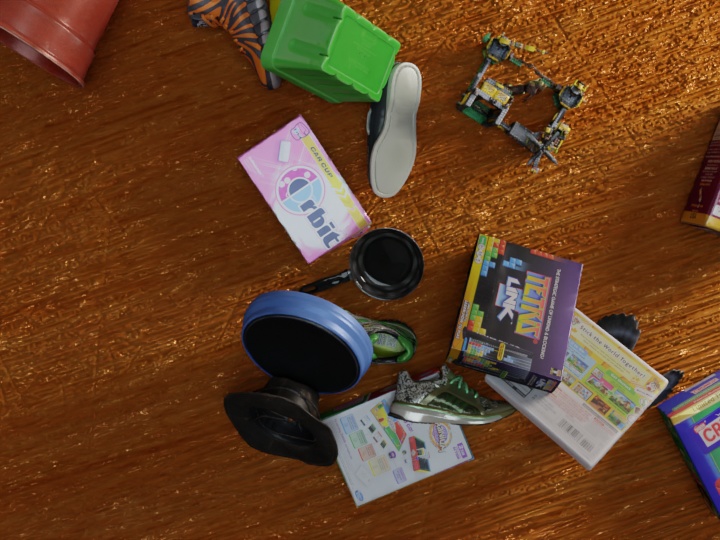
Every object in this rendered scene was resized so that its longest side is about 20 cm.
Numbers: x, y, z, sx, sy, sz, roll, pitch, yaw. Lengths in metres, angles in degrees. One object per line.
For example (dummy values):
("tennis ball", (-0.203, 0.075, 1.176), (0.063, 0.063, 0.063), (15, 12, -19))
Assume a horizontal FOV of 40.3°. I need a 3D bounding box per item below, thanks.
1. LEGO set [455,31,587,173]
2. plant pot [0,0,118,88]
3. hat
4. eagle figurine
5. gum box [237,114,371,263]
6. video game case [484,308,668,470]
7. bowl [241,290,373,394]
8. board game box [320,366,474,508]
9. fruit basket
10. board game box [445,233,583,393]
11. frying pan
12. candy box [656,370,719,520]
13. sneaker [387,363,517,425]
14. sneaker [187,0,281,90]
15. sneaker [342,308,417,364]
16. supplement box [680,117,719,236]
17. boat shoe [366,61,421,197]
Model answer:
("LEGO set", (0.238, -0.254, 1.436), (0.200, 0.116, 0.154), (39, 93, -6))
("plant pot", (-0.422, -0.391, 1.362), (0.200, 0.201, 0.196), (31, 85, -6))
("hat", (-0.109, 0.210, 1.470), (0.200, 0.201, 0.081), (26, 56, -5))
("eagle figurine", (0.384, 0.188, 1.504), (0.200, 0.151, 0.152), (-48, 142, -26))
("gum box", (-0.080, -0.116, 1.460), (0.113, 0.066, 0.200), (-33, 97, 2))
("video game case", (0.315, 0.162, 1.437), (0.182, 0.023, 0.200), (-41, 65, -19))
("bowl", (-0.082, 0.110, 1.432), (0.200, 0.201, 0.039), (26, 51, -5))
("board game box", (0.056, 0.258, 1.521), (0.199, 0.040, 0.154), (-22, 97, -1))
("fruit basket", (-0.069, -0.338, 1.397), (0.215, 0.216, 0.156), (21, 94, -5))
("board game box", (0.228, 0.061, 1.443), (0.165, 0.057, 0.201), (15, 61, 3))
("frying pan", (0.012, 0.012, 1.498), (0.190, 0.031, 0.115), (-39, 99, 18))
("candy box", (0.586, 0.264, 1.530), (0.169, 0.077, 0.201), (-29, 95, 1))
("sneaker", (0.140, 0.184, 1.464), (0.199, 0.077, 0.089), (2, 88, -6))
("sneaker", (-0.186, -0.353, 1.435), (0.112, 0.078, 0.201), (-15, 91, 6))
("sneaker", (-0.011, 0.099, 1.478), (0.199, 0.085, 0.078), (4, 96, -2))
("supplement box", (0.589, -0.143, 1.474), (0.130, 0.103, 0.201), (20, 96, -5))
("boat shoe", (0.044, -0.210, 1.464), (0.075, 0.060, 0.201), (12, 94, -32))
